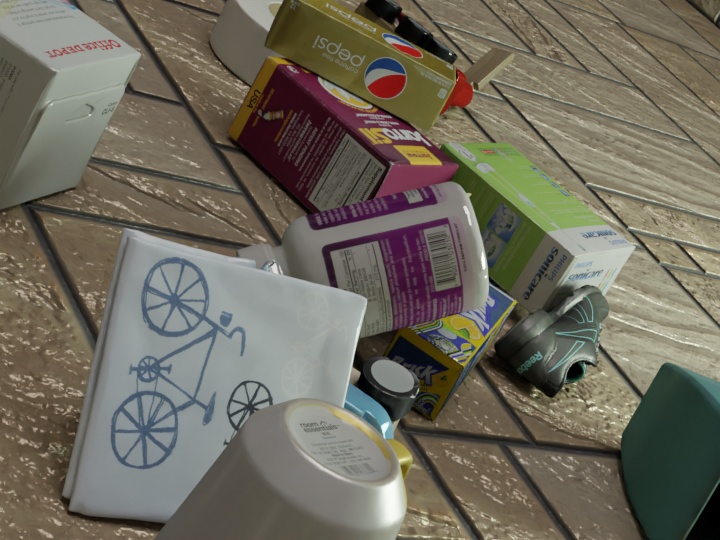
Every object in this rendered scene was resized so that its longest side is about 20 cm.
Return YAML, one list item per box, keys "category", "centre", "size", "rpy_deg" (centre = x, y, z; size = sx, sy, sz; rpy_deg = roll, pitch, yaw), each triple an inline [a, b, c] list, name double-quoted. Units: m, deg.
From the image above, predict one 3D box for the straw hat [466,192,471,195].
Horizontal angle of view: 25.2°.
- category: "straw hat"
  centre: [0.026, -0.005, 1.494]
  size: [0.201, 0.200, 0.086]
  rpy_deg: [-12, 83, -57]

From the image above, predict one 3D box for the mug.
- category: "mug"
  centre: [-0.045, 0.157, 1.024]
  size: [0.149, 0.154, 0.187]
  rpy_deg: [25, 24, -9]

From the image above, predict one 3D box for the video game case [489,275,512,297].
- category: "video game case"
  centre: [0.115, -0.032, 1.765]
  size: [0.143, 0.018, 0.200]
  rpy_deg: [0, 37, -51]

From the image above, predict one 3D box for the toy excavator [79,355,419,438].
- category: "toy excavator"
  centre: [-0.079, 0.107, 1.177]
  size: [0.194, 0.100, 0.200]
  rpy_deg: [34, 32, 11]

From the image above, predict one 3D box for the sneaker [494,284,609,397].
- category: "sneaker"
  centre: [0.204, 0.074, 1.611]
  size: [0.079, 0.075, 0.200]
  rpy_deg: [50, 34, 12]

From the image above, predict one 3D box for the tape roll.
- category: "tape roll"
  centre: [-0.078, -0.267, 1.942]
  size: [0.201, 0.071, 0.203]
  rpy_deg: [25, 23, -12]

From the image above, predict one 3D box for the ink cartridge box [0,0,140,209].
- category: "ink cartridge box"
  centre: [-0.321, -0.170, 1.366]
  size: [0.199, 0.145, 0.145]
  rpy_deg: [35, 23, 12]

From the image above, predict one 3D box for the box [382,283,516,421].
- category: "box"
  centre: [0.080, 0.062, 1.476]
  size: [0.070, 0.065, 0.200]
  rpy_deg: [33, 23, 7]

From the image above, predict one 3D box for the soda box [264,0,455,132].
- category: "soda box"
  centre: [0.001, -0.227, 1.703]
  size: [0.199, 0.064, 0.068]
  rpy_deg: [26, 21, -8]

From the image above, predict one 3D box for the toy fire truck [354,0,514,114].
- category: "toy fire truck"
  centre: [0.095, -0.284, 2.141]
  size: [0.176, 0.129, 0.199]
  rpy_deg: [44, 15, 31]

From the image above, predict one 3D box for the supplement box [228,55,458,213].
- category: "supplement box"
  centre: [-0.020, -0.128, 1.690]
  size: [0.200, 0.104, 0.131]
  rpy_deg: [43, 25, 26]

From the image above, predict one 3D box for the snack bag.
- category: "snack bag"
  centre: [-0.092, 0.083, 1.100]
  size: [0.199, 0.190, 0.021]
  rpy_deg: [13, -3, -30]

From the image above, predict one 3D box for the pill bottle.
- category: "pill bottle"
  centre: [0.000, 0.000, 1.356]
  size: [0.198, 0.113, 0.113]
  rpy_deg: [-13, 34, -6]

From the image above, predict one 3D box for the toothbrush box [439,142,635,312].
- category: "toothbrush box"
  centre: [0.173, -0.048, 1.734]
  size: [0.200, 0.086, 0.145]
  rpy_deg: [41, 25, 24]

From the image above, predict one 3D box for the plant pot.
- category: "plant pot"
  centre: [0.323, 0.177, 1.449]
  size: [0.140, 0.142, 0.200]
  rpy_deg: [20, 18, -22]
